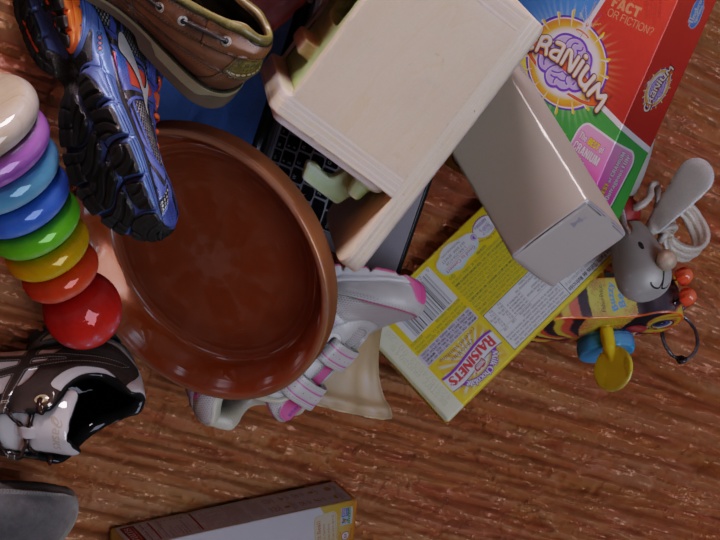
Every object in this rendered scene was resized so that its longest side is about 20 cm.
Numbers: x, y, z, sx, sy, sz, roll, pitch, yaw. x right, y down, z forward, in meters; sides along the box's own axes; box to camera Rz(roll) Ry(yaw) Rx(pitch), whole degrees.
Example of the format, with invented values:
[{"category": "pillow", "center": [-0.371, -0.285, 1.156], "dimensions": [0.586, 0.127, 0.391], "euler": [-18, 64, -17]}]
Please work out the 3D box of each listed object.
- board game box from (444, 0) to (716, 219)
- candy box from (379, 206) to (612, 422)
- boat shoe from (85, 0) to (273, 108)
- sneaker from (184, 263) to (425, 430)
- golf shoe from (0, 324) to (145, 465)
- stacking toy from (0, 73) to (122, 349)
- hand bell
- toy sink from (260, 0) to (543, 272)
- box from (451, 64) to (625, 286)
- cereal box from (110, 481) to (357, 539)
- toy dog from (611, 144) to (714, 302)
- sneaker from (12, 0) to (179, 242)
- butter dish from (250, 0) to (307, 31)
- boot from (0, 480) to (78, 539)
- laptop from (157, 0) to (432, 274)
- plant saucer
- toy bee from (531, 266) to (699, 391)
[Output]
[{"category": "board game box", "center": [0.158, -0.138, 1.531], "dimensions": [0.040, 0.153, 0.201], "euler": [13, 104, -43]}, {"category": "candy box", "center": [0.102, 0.012, 1.615], "dimensions": [0.200, 0.026, 0.102], "euler": [-43, 91, -9]}, {"category": "boat shoe", "center": [-0.136, -0.193, 1.304], "dimensions": [0.200, 0.072, 0.068], "euler": [40, 131, -7]}, {"category": "sneaker", "center": [-0.041, 0.058, 1.475], "dimensions": [0.199, 0.089, 0.081], "euler": [-21, 158, 22]}, {"category": "golf shoe", "center": [-0.239, 0.094, 1.414], "dimensions": [0.199, 0.094, 0.078], "euler": [-22, 124, -22]}, {"category": "stacking toy", "center": [-0.214, -0.026, 1.375], "dimensions": [0.085, 0.085, 0.201], "euler": [-34, 127, -16]}, {"category": "hand bell", "center": [0.000, 0.000, 1.550], "dimensions": [0.104, 0.104, 0.201], "euler": [14, 93, -38]}, {"category": "toy sink", "center": [0.007, -0.122, 1.363], "dimensions": [0.112, 0.130, 0.200], "euler": [35, 101, -14]}, {"category": "box", "center": [0.102, -0.093, 1.474], "dimensions": [0.068, 0.201, 0.082], "euler": [-35, 150, 13]}, {"category": "cereal box", "center": [-0.100, 0.249, 1.619], "dimensions": [0.199, 0.039, 0.145], "euler": [-10, 117, -31]}, {"category": "toy dog", "center": [0.215, -0.088, 1.588], "dimensions": [0.132, 0.096, 0.201], "euler": [-29, 91, -39]}, {"category": "sneaker", "center": [-0.151, -0.115, 1.330], "dimensions": [0.078, 0.075, 0.201], "euler": [-12, 78, -37]}, {"category": "butter dish", "center": [-0.051, -0.268, 1.311], "dimensions": [0.200, 0.148, 0.200], "euler": [-48, 114, -4]}, {"category": "boot", "center": [-0.316, 0.181, 1.419], "dimensions": [0.181, 0.073, 0.200], "euler": [-23, 164, 24]}, {"category": "laptop", "center": [-0.050, -0.111, 1.432], "dimensions": [0.116, 0.199, 0.188], "euler": [-18, 129, -67]}, {"category": "plant saucer", "center": [-0.102, -0.008, 1.404], "dimensions": [0.032, 0.199, 0.201], "euler": [-43, 137, -50]}, {"category": "toy bee", "center": [0.211, 0.021, 1.676], "dimensions": [0.199, 0.109, 0.131], "euler": [-20, 79, -35]}]
